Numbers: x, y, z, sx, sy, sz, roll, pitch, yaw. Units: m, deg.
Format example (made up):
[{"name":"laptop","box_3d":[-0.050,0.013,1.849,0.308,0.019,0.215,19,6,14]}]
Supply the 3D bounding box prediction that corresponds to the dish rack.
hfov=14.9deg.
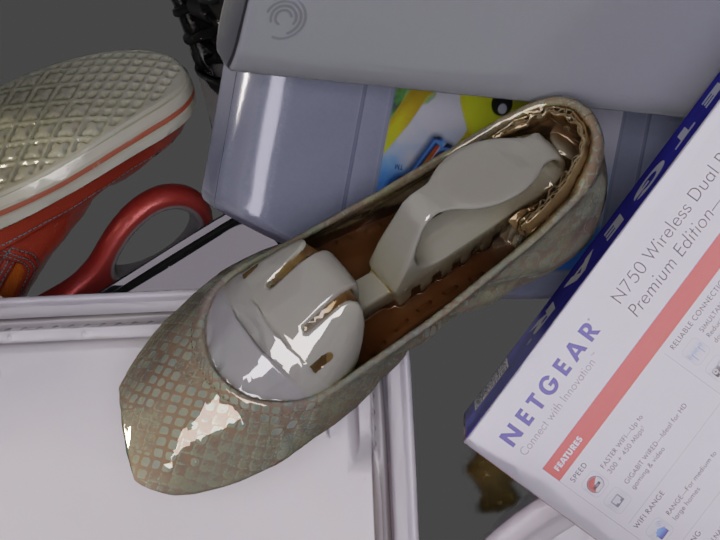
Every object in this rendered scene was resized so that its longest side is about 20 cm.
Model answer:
[{"name":"dish rack","box_3d":[-0.081,0.092,0.955,0.200,0.044,0.172,-3,87,5]}]

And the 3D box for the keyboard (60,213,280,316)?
[{"name":"keyboard","box_3d":[-0.085,0.077,0.988,0.200,0.021,0.127,-32,85,5]}]

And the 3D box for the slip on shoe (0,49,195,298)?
[{"name":"slip on shoe","box_3d":[-0.143,-0.013,1.035,0.200,0.074,0.061,-37,128,1]}]

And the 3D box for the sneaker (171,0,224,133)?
[{"name":"sneaker","box_3d":[-0.051,-0.111,0.983,0.074,0.079,0.201,17,123,44]}]

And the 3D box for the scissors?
[{"name":"scissors","box_3d":[-0.130,0.033,1.025,0.200,0.014,0.073,-30,137,-5]}]

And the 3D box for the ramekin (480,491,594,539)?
[{"name":"ramekin","box_3d":[0.116,0.160,1.019,0.200,0.098,0.201,0,97,2]}]

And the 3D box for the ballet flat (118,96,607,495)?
[{"name":"ballet flat","box_3d":[0.000,0.000,0.913,0.200,0.062,0.067,-35,70,-22]}]

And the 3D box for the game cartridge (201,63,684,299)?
[{"name":"game cartridge","box_3d":[0.045,-0.058,0.983,0.200,0.040,0.134,6,102,-28]}]

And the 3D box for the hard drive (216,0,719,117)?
[{"name":"hard drive","box_3d":[0.063,-0.119,0.913,0.200,0.026,0.132,4,119,-21]}]

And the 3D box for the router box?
[{"name":"router box","box_3d":[0.164,0.027,0.927,0.179,0.049,0.200,37,97,-3]}]
